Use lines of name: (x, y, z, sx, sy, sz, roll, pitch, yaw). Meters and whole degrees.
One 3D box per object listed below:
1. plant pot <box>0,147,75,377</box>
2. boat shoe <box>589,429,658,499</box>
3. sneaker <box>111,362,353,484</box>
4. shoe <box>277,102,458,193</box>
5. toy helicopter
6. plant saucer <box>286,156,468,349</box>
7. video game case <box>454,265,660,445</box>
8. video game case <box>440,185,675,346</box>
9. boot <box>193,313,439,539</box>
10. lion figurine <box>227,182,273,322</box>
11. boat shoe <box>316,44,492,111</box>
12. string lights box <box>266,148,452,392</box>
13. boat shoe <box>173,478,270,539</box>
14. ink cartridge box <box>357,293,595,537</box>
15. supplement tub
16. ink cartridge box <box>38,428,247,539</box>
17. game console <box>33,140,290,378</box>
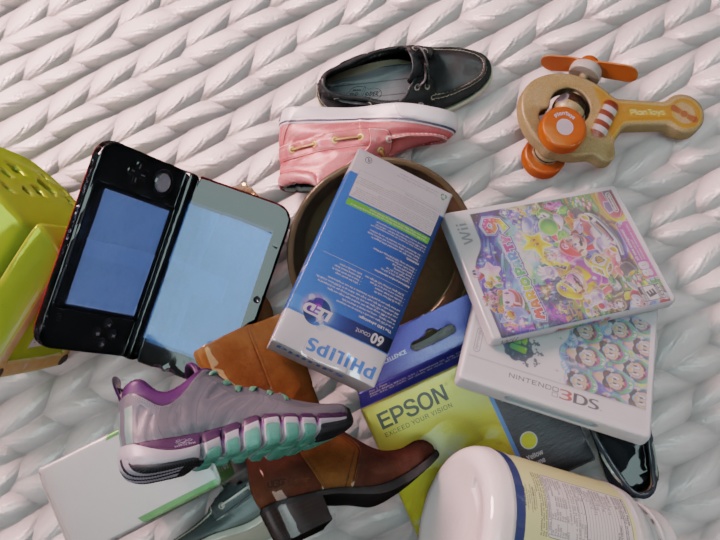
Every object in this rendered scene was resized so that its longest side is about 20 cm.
plant pot: (-0.374, -0.002, 0.771, 0.181, 0.199, 0.201, 34, 92, 6)
boat shoe: (0.247, 0.127, 0.751, 0.074, 0.062, 0.202, -12, 80, 5)
sneaker: (-0.099, 0.110, 0.615, 0.199, 0.074, 0.088, -3, 65, -33)
shoe: (0.005, -0.126, 0.815, 0.198, 0.071, 0.092, 2, 84, 12)
toy helicopter: (0.264, -0.173, 0.800, 0.198, 0.079, 0.133, 0, 72, -4)
plant saucer: (0.023, -0.017, 0.788, 0.198, 0.029, 0.202, 0, 99, -2)
video game case: (0.199, 0.050, 0.736, 0.181, 0.024, 0.201, 17, 55, 3)
video game case: (0.194, -0.010, 0.747, 0.198, 0.018, 0.144, -10, 62, -15)
boot: (-0.039, 0.133, 0.718, 0.187, 0.069, 0.201, -18, 67, -22)
lion figurine: (-0.139, 0.014, 0.816, 0.122, 0.072, 0.201, -21, 94, -10)
boat shoe: (0.047, -0.212, 0.822, 0.198, 0.066, 0.075, -3, 80, 6)
string lights box: (0.000, 0.000, 0.707, 0.102, 0.059, 0.201, 26, 74, -6)
boat shoe: (-0.118, 0.247, 0.781, 0.199, 0.073, 0.062, -30, 55, 2)
ink cartridge box: (0.106, 0.137, 0.763, 0.197, 0.047, 0.201, -26, 90, 3)
supplement tub: (0.167, 0.251, 0.676, 0.199, 0.145, 0.146, 19, 84, -16)
ink cartridge box: (-0.184, 0.184, 0.723, 0.145, 0.200, 0.088, -27, 83, 1)
game console: (-0.186, 0.001, 0.726, 0.118, 0.172, 0.201, 18, 89, 32)
